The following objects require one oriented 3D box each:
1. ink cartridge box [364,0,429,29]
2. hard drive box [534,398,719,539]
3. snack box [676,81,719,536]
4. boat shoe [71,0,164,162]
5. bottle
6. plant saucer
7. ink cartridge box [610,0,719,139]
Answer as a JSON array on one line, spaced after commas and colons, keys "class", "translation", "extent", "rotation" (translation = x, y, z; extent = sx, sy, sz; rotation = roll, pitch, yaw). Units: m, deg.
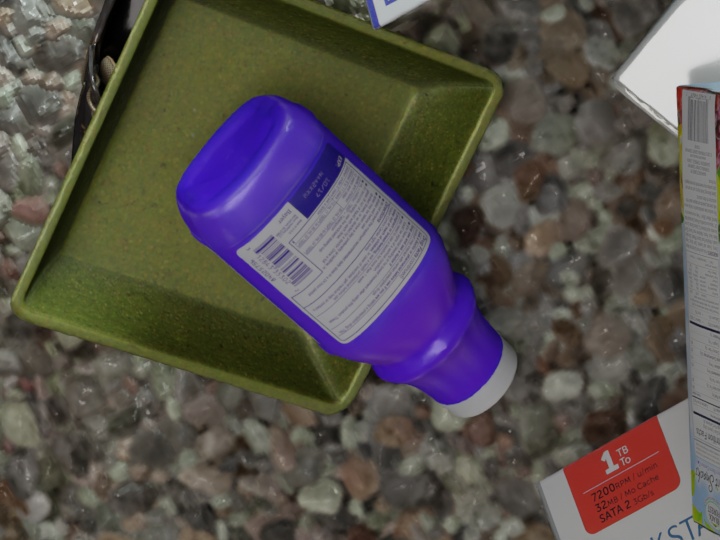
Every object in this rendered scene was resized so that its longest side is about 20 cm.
[{"class": "ink cartridge box", "translation": [0.075, -0.224, 1.190], "extent": [0.200, 0.047, 0.198], "rotation": [-27, 62, 25]}, {"class": "hard drive box", "translation": [0.193, 0.162, 1.307], "extent": [0.156, 0.077, 0.200], "rotation": [-33, 61, 26]}, {"class": "snack box", "translation": [0.230, 0.013, 1.198], "extent": [0.168, 0.068, 0.200], "rotation": [-4, 97, -12]}, {"class": "boat shoe", "translation": [-0.117, -0.094, 1.400], "extent": [0.074, 0.073, 0.200], "rotation": [11, 100, 12]}, {"class": "bottle", "translation": [0.000, 0.000, 1.344], "extent": [0.200, 0.065, 0.084], "rotation": [41, 88, -32]}, {"class": "plant saucer", "translation": [-0.056, -0.046, 1.367], "extent": [0.200, 0.048, 0.200], "rotation": [19, 105, -28]}, {"class": "ink cartridge box", "translation": [0.215, -0.146, 1.276], "extent": [0.084, 0.146, 0.200], "rotation": [40, 105, 2]}]
